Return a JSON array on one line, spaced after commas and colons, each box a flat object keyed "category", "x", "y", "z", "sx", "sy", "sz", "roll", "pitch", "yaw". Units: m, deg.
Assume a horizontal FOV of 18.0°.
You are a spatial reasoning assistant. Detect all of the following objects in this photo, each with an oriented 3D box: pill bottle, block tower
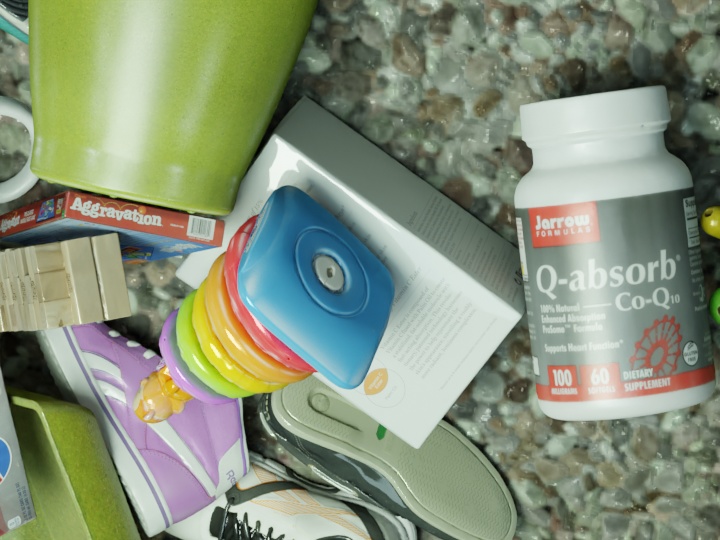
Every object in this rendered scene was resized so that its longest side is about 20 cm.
[{"category": "pill bottle", "x": 0.159, "y": -0.012, "z": 1.445, "sx": 0.115, "sy": 0.116, "sz": 0.201, "roll": -7, "pitch": 93, "yaw": 15}, {"category": "block tower", "x": -0.212, "y": 0.010, "z": 1.471, "sx": 0.054, "sy": 0.200, "sz": 0.058, "roll": -9, "pitch": 90, "yaw": -27}]

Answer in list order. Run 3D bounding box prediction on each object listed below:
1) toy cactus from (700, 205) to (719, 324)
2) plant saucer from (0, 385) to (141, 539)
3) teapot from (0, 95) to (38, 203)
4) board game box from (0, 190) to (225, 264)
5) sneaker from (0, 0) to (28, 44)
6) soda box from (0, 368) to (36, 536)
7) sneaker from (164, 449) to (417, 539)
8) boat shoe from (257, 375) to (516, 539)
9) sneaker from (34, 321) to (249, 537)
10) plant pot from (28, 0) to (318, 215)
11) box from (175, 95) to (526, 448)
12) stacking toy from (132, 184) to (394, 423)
[{"category": "toy cactus", "x": 0.302, "y": 0.016, "z": 1.463, "sx": 0.164, "sy": 0.102, "sz": 0.201, "roll": -8, "pitch": 106, "yaw": -5}, {"category": "plant saucer", "x": -0.213, "y": 0.162, "z": 1.595, "sx": 0.200, "sy": 0.048, "sz": 0.201, "roll": 6, "pitch": 119, "yaw": 58}, {"category": "teapot", "x": -0.341, "y": -0.044, "z": 1.545, "sx": 0.199, "sy": 0.198, "sz": 0.146, "roll": 7, "pitch": 150, "yaw": 31}, {"category": "board game box", "x": -0.166, "y": -0.026, "z": 1.476, "sx": 0.102, "sy": 0.200, "sz": 0.020, "roll": 12, "pitch": 83, "yaw": -20}, {"category": "sneaker", "x": -0.278, "y": -0.204, "z": 1.523, "sx": 0.199, "sy": 0.078, "sz": 0.080, "roll": 30, "pitch": 132, "yaw": 6}, {"category": "soda box", "x": -0.275, "y": 0.090, "z": 1.508, "sx": 0.063, "sy": 0.070, "sz": 0.201, "roll": 37, "pitch": 143, "yaw": 46}, {"category": "sneaker", "x": -0.062, "y": 0.178, "z": 1.596, "sx": 0.199, "sy": 0.080, "sz": 0.074, "roll": 10, "pitch": 113, "yaw": 10}, {"category": "boat shoe", "x": 0.019, "y": 0.133, "z": 1.578, "sx": 0.199, "sy": 0.072, "sz": 0.068, "roll": 32, "pitch": 149, "yaw": -7}, {"category": "sneaker", "x": -0.150, "y": 0.075, "z": 1.593, "sx": 0.114, "sy": 0.073, "sz": 0.201, "roll": -30, "pitch": 83, "yaw": -14}, {"category": "plant pot", "x": -0.124, "y": -0.139, "z": 1.403, "sx": 0.199, "sy": 0.200, "sz": 0.194, "roll": 12, "pitch": 93, "yaw": 8}, {"category": "box", "x": 0.000, "y": 0.000, "z": 1.507, "sx": 0.200, "sy": 0.098, "sz": 0.125, "roll": 36, "pitch": 113, "yaw": -2}, {"category": "stacking toy", "x": -0.083, "y": 0.045, "z": 1.446, "sx": 0.110, "sy": 0.116, "sz": 0.200, "roll": 41, "pitch": 130, "yaw": -18}]
